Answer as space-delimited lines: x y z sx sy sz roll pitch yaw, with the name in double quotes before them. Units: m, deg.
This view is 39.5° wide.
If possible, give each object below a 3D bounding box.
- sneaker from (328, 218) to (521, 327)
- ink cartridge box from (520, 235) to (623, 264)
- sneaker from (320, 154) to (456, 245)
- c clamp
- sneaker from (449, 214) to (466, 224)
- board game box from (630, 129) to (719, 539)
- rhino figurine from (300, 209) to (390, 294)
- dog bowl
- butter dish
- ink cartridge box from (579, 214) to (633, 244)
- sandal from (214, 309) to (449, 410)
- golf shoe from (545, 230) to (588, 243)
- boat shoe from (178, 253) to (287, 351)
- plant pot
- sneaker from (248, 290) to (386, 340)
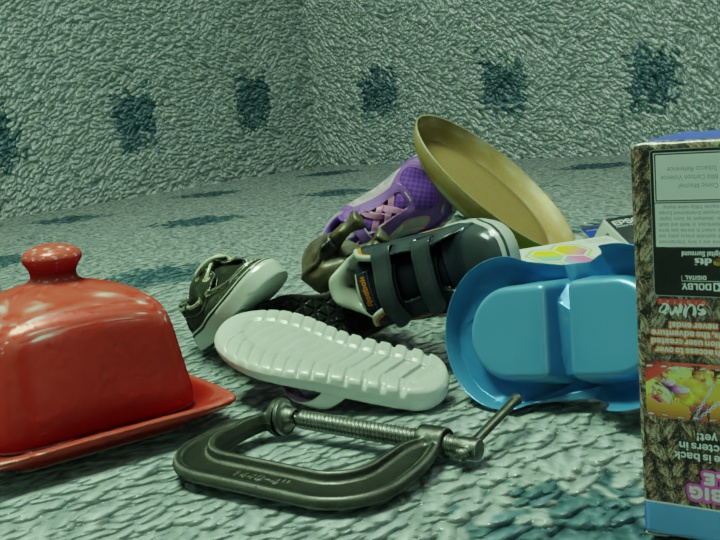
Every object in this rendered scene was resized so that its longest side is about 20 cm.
"sneaker" 0.047 0.007 0.843 0.079 0.079 0.200 -14 -2 -33
"ink cartridge box" 0.159 0.011 0.893 0.147 0.076 0.200 -9 23 -24
"sneaker" 0.025 -0.058 1.089 0.088 0.081 0.200 -26 -4 -41
"c clamp" -0.015 0.115 0.662 0.199 0.027 0.171 2 17 29
"sneaker" 0.098 0.006 1.078 0.077 0.091 0.200 24 -11 6
"board game box" 0.227 0.030 0.488 0.159 0.201 0.097 2 11 34
"rhino figurine" 0.000 0.000 1.043 0.087 0.060 0.200 -35 -20 10
"dog bowl" 0.152 0.043 0.714 0.200 0.112 0.050 -7 -8 43
"butter dish" -0.226 0.053 0.761 0.199 0.148 0.200 -13 13 -33
"ink cartridge box" 0.301 -0.013 0.964 0.099 0.039 0.200 -9 33 -16
"sandal" -0.029 0.083 0.793 0.202 0.050 0.082 14 32 25
"golf shoe" 0.238 0.004 1.022 0.199 0.079 0.097 -6 16 2
"boat shoe" -0.128 0.022 0.923 0.071 0.064 0.200 -36 -1 -31
"plant pot" 0.128 -0.081 1.001 0.200 0.028 0.200 32 25 -17
"sneaker" -0.042 0.060 0.933 0.200 0.072 0.083 -15 -15 -40
